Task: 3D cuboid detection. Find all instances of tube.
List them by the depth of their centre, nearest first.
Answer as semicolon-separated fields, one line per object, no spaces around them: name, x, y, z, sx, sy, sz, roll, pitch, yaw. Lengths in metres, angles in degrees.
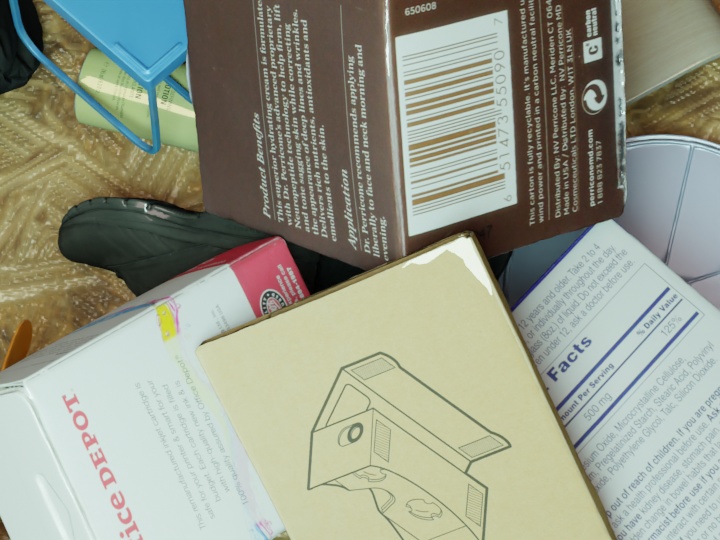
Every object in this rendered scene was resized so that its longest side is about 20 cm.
tube;-0.082;-0.100;1.411;0.200;0.052;0.058;14;120;8

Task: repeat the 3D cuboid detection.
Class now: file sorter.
file sorter;-0.106;-0.191;1.362;0.139;0.123;0.200;41;69;16

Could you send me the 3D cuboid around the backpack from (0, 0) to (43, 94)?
backpack;-0.317;-0.130;1.403;0.200;0.167;0.127;-20;82;12

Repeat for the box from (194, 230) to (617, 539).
box;0.027;0.098;1.162;0.163;0.021;0.200;-23;100;16

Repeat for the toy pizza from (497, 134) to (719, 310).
toy pizza;0.185;0.015;1.353;0.200;0.032;0.200;-2;79;9

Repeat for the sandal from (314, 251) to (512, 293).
sandal;0.000;0.001;1.356;0.200;0.048;0.075;-13;92;20

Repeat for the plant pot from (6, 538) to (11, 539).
plant pot;-0.165;0.232;1.294;0.201;0.201;0.161;-21;84;5

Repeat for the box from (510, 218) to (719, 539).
box;0.146;0.108;1.252;0.200;0.105;0.184;42;74;11

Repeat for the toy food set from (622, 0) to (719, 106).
toy food set;0.122;-0.142;1.384;0.200;0.060;0.144;-29;68;1

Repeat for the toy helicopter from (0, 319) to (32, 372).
toy helicopter;-0.194;0.101;1.300;0.132;0.079;0.200;27;44;29

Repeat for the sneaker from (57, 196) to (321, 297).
sneaker;-0.113;0.002;1.362;0.200;0.076;0.091;6;87;37

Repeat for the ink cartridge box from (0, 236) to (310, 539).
ink cartridge box;-0.103;0.088;1.205;0.200;0.086;0.148;-29;99;-39

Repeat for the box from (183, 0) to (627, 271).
box;0.023;-0.108;1.240;0.200;0.164;0.166;22;123;50
